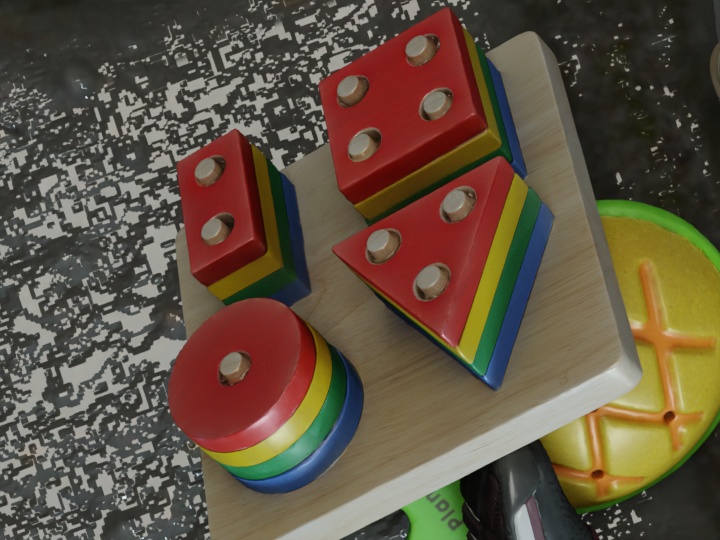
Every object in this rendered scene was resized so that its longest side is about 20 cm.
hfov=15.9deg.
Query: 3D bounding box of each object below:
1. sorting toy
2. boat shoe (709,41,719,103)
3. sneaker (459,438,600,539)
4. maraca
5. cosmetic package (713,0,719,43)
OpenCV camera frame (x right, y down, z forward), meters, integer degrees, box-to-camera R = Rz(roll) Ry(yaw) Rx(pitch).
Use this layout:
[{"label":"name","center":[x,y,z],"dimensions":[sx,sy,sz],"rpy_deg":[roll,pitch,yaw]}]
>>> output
[{"label":"sorting toy","center":[0.000,0.000,1.102],"dimensions":[0.199,0.070,0.200],"rpy_deg":[-28,45,18]},{"label":"boat shoe","center":[0.230,-0.029,1.163],"dimensions":[0.072,0.065,0.200],"rpy_deg":[-42,99,-10]},{"label":"sneaker","center":[0.114,0.135,1.120],"dimensions":[0.115,0.076,0.201],"rpy_deg":[-20,123,-9]},{"label":"maraca","center":[0.081,0.054,1.145],"dimensions":[0.200,0.107,0.137],"rpy_deg":[-41,103,13]},{"label":"cosmetic package","center":[0.232,-0.205,1.116],"dimensions":[0.166,0.200,0.168],"rpy_deg":[-5,81,5]}]
